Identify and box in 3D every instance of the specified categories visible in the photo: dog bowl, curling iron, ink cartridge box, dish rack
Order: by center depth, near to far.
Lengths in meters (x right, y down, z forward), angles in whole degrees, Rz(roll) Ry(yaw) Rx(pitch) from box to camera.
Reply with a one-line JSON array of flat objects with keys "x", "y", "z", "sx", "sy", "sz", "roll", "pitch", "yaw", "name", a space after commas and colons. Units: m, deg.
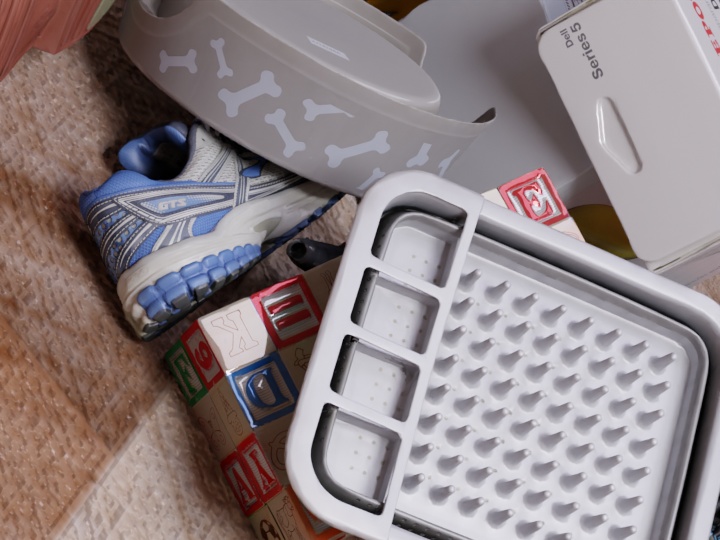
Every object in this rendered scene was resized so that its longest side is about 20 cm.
[{"x": 0.067, "y": 0.064, "z": 1.018, "sx": 0.200, "sy": 0.044, "sz": 0.172, "roll": 23, "pitch": 65, "yaw": -13, "name": "dish rack"}, {"x": -0.031, "y": -0.102, "z": 1.137, "sx": 0.200, "sy": 0.059, "sz": 0.200, "roll": 27, "pitch": 16, "yaw": -9, "name": "dog bowl"}, {"x": 0.000, "y": 0.000, "z": 1.164, "sx": 0.200, "sy": 0.050, "sz": 0.026, "roll": 27, "pitch": 69, "yaw": -70, "name": "curling iron"}, {"x": 0.196, "y": -0.090, "z": 1.251, "sx": 0.200, "sy": 0.084, "sz": 0.146, "roll": -16, "pitch": 79, "yaw": -61, "name": "ink cartridge box"}]

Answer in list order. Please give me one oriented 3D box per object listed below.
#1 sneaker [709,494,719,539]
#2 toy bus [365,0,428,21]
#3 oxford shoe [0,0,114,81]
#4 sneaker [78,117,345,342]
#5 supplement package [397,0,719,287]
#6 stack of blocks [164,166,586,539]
[{"x": 0.172, "y": 0.120, "z": 1.219, "sx": 0.073, "sy": 0.082, "sz": 0.200, "roll": -13, "pitch": 114, "yaw": -45, "name": "sneaker"}, {"x": 0.048, "y": -0.204, "z": 1.476, "sx": 0.200, "sy": 0.065, "sz": 0.078, "roll": -10, "pitch": 71, "yaw": -62, "name": "toy bus"}, {"x": -0.180, "y": -0.125, "z": 1.026, "sx": 0.074, "sy": 0.071, "sz": 0.200, "roll": 35, "pitch": 25, "yaw": 9, "name": "oxford shoe"}, {"x": -0.069, "y": -0.041, "z": 1.099, "sx": 0.085, "sy": 0.077, "sz": 0.200, "roll": 54, "pitch": 26, "yaw": -1, "name": "sneaker"}, {"x": 0.110, "y": -0.066, "z": 1.340, "sx": 0.200, "sy": 0.152, "sz": 0.151, "roll": 20, "pitch": 47, "yaw": -51, "name": "supplement package"}, {"x": 0.025, "y": 0.044, "z": 1.067, "sx": 0.200, "sy": 0.059, "sz": 0.115, "roll": -25, "pitch": 81, "yaw": -26, "name": "stack of blocks"}]
